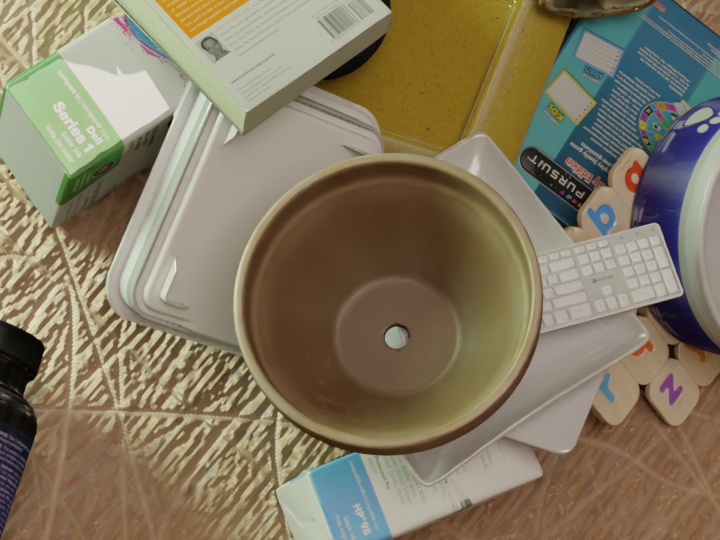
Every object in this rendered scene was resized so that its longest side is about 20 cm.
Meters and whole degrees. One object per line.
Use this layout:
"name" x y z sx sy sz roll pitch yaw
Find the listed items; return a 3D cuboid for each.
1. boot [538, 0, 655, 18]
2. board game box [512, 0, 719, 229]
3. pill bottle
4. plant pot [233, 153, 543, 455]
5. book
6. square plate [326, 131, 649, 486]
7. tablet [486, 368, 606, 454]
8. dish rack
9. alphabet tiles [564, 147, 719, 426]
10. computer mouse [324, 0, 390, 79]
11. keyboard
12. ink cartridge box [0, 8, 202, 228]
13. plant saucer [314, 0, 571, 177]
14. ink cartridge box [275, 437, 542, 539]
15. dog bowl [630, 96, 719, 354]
"boot" 0.120 -0.284 1.667 0.175 0.066 0.200 -8 67 -15
"board game box" 0.197 -0.113 1.709 0.151 0.047 0.200 36 76 -11
"pill bottle" -0.286 0.132 1.519 0.112 0.112 0.200 20 73 -8
"plant pot" 0.020 0.031 1.471 0.201 0.093 0.201 -1 70 4
"book" -0.093 -0.204 1.521 0.134 0.048 0.200 -37 74 -22
"square plate" 0.064 0.026 1.550 0.198 0.028 0.200 -32 71 -18
"tablet" 0.075 0.051 1.579 0.200 0.014 0.130 18 52 14
"dish rack" -0.071 -0.036 1.561 0.172 0.044 0.200 19 98 -37
"alphabet tiles" 0.218 0.014 1.674 0.200 0.015 0.196 -51 122 -18
"computer mouse" -0.031 -0.236 1.649 0.138 0.053 0.200 -11 62 14
"keyboard" 0.121 0.017 1.537 0.200 0.011 0.056 -15 66 -10
"ink cartridge box" -0.155 -0.131 1.593 0.200 0.145 0.084 -35 86 -18
"plant saucer" 0.035 -0.153 1.660 0.200 0.048 0.200 18 72 13
"ink cartridge box" 0.051 0.145 1.593 0.200 0.116 0.067 -20 83 -17
"dog bowl" 0.300 -0.032 1.669 0.200 0.079 0.200 -6 101 -34
